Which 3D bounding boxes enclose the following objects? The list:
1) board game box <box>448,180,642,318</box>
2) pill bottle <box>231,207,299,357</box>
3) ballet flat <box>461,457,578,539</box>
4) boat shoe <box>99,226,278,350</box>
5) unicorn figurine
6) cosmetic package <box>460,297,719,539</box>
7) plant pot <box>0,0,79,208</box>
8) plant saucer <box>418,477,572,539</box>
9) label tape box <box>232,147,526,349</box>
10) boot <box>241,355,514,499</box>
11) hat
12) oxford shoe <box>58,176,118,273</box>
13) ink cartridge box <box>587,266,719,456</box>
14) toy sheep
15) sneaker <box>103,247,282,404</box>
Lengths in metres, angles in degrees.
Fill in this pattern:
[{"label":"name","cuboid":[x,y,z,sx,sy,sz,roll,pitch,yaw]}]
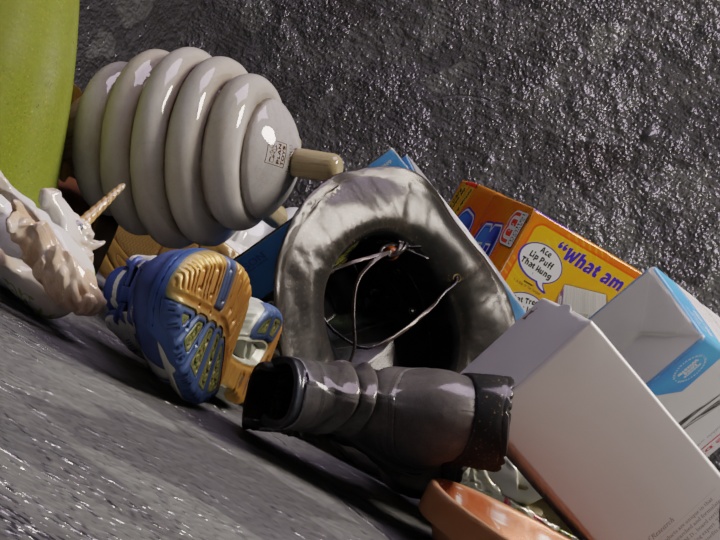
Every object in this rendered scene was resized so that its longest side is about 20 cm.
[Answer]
[{"label":"board game box","cuboid":[0.143,0.070,1.800,0.200,0.200,0.200,30,1,-16]},{"label":"pill bottle","cuboid":[-0.044,0.018,1.638,0.200,0.114,0.114,29,1,-6]},{"label":"ballet flat","cuboid":[0.130,0.140,1.408,0.200,0.076,0.064,28,-32,-15]},{"label":"boat shoe","cuboid":[-0.098,0.013,1.541,0.200,0.071,0.069,24,-1,-13]},{"label":"unicorn figurine","cuboid":[-0.185,-0.019,1.189,0.137,0.074,0.200,39,10,-29]},{"label":"cosmetic package","cuboid":[0.150,0.119,1.253,0.200,0.085,0.108,48,-2,-9]},{"label":"plant pot","cuboid":[-0.244,-0.156,1.309,0.187,0.200,0.187,18,7,-2]},{"label":"plant saucer","cuboid":[0.116,0.167,1.105,0.200,0.032,0.200,29,2,-1]},{"label":"label tape box","cuboid":[0.000,0.000,1.441,0.200,0.144,0.063,50,8,-44]},{"label":"boot","cuboid":[-0.002,0.077,1.181,0.131,0.070,0.200,8,-16,-9]},{"label":"hat","cuboid":[0.002,0.040,1.349,0.200,0.201,0.081,29,-29,-34]},{"label":"oxford shoe","cuboid":[-0.203,-0.040,1.455,0.071,0.071,0.200,25,3,-11]},{"label":"ink cartridge box","cuboid":[0.209,0.083,1.494,0.067,0.116,0.200,56,14,31]},{"label":"toy sheep","cuboid":[-0.103,-0.075,1.365,0.200,0.138,0.138,3,-8,19]},{"label":"sneaker","cuboid":[-0.104,0.026,1.169,0.088,0.075,0.200,22,-10,11]}]
